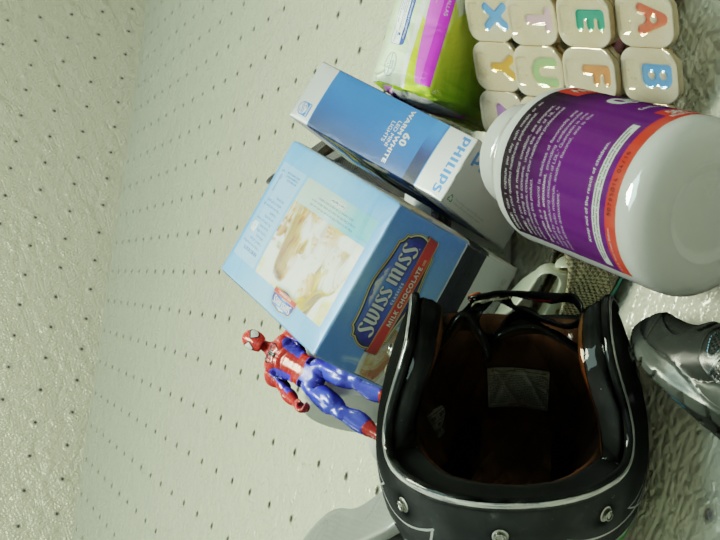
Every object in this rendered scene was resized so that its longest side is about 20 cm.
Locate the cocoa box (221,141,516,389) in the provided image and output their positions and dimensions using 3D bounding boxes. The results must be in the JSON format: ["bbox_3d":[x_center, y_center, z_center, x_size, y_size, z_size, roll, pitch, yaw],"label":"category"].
[{"bbox_3d":[0.000,0.000,0.988,0.134,0.131,0.200,-59,33,4],"label":"cocoa box"}]

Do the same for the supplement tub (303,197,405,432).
[{"bbox_3d":[0.016,0.043,1.164,0.132,0.131,0.202,140,139,-58],"label":"supplement tub"}]

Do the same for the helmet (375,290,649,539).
[{"bbox_3d":[0.099,0.115,0.808,0.200,0.198,0.193,156,119,-65],"label":"helmet"}]

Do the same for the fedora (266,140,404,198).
[{"bbox_3d":[0.010,-0.107,1.252,0.200,0.091,0.177,-39,13,-25],"label":"fedora"}]

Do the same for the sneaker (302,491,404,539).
[{"bbox_3d":[0.018,0.249,1.047,0.200,0.099,0.071,-35,22,44],"label":"sneaker"}]

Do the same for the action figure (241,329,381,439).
[{"bbox_3d":[-0.035,0.095,1.064,0.199,0.052,0.066,26,94,40],"label":"action figure"}]

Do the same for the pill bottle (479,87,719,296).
[{"bbox_3d":[0.165,-0.060,0.816,0.200,0.112,0.113,29,105,58],"label":"pill bottle"}]

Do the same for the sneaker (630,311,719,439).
[{"bbox_3d":[0.229,0.063,0.702,0.082,0.073,0.200,-51,25,4],"label":"sneaker"}]

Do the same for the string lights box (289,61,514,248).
[{"bbox_3d":[0.042,-0.099,1.022,0.200,0.103,0.059,34,91,43],"label":"string lights box"}]

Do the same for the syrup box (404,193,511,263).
[{"bbox_3d":[0.083,-0.004,1.088,0.081,0.078,0.202,144,135,-60],"label":"syrup box"}]

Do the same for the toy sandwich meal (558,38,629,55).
[{"bbox_3d":[0.183,-0.226,0.973,0.205,0.070,0.207,-167,90,-70],"label":"toy sandwich meal"}]

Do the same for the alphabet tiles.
[{"bbox_3d":[0.153,-0.147,0.904,0.195,0.015,0.202,15,123,47],"label":"alphabet tiles"}]

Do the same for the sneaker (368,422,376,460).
[{"bbox_3d":[0.057,0.168,1.066,0.200,0.070,0.081,154,120,-66],"label":"sneaker"}]

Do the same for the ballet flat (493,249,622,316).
[{"bbox_3d":[0.129,0.055,0.935,0.068,0.075,0.201,-111,39,-56],"label":"ballet flat"}]

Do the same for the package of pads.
[{"bbox_3d":[0.093,-0.205,1.053,0.068,0.200,0.156,19,96,26],"label":"package of pads"}]
